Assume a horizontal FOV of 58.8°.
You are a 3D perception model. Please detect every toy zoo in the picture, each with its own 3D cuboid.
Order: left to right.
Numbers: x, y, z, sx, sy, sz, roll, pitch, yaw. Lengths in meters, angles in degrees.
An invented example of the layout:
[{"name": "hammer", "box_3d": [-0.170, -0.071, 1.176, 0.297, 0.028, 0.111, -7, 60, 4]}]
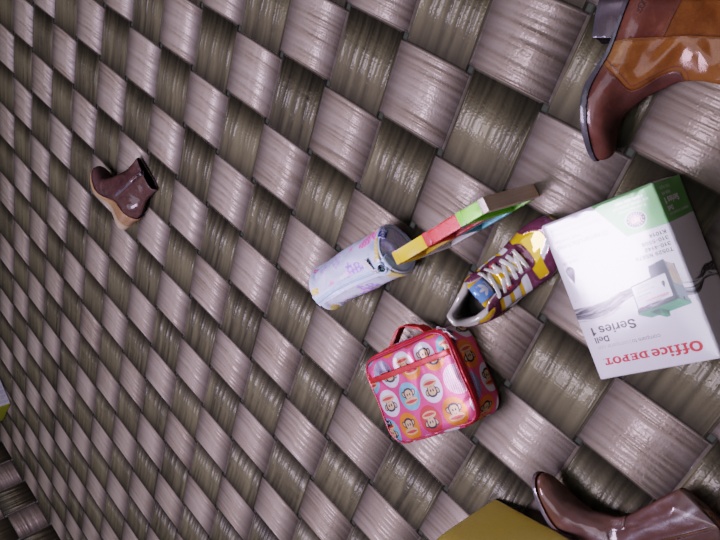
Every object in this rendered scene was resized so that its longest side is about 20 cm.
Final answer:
[{"name": "toy zoo", "box_3d": [0.131, -0.055, 0.871, 0.200, 0.131, 0.021, -32, 80, 43]}]

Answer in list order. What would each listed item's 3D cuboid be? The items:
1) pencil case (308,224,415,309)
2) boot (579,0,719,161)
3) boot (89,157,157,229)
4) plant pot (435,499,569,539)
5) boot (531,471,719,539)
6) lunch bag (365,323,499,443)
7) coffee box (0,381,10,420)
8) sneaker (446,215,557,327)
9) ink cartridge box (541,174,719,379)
[{"name": "pencil case", "box_3d": [0.000, 0.000, 1.042, 0.083, 0.091, 0.200, 38, 141, -22]}, {"name": "boot", "box_3d": [0.349, -0.202, 0.685, 0.199, 0.068, 0.189, 15, 105, 32]}, {"name": "boot", "box_3d": [-0.573, -0.218, 1.556, 0.166, 0.072, 0.200, -44, 70, 29]}, {"name": "plant pot", "box_3d": [0.179, 0.473, 0.891, 0.194, 0.199, 0.197, 171, 84, -70]}, {"name": "boot", "box_3d": [0.345, 0.308, 0.821, 0.187, 0.064, 0.200, 48, 135, 5]}, {"name": "lunch bag", "box_3d": [0.104, 0.166, 1.004, 0.200, 0.082, 0.177, -31, 77, 43]}, {"name": "coffee box", "box_3d": [-1.616, 0.545, 2.669, 0.200, 0.200, 0.198, -44, 72, 42]}, {"name": "sneaker", "box_3d": [0.195, 0.010, 0.857, 0.075, 0.090, 0.200, 50, 131, 21]}, {"name": "ink cartridge box", "box_3d": [0.322, 0.012, 0.740, 0.146, 0.084, 0.201, -24, 85, 45]}]
